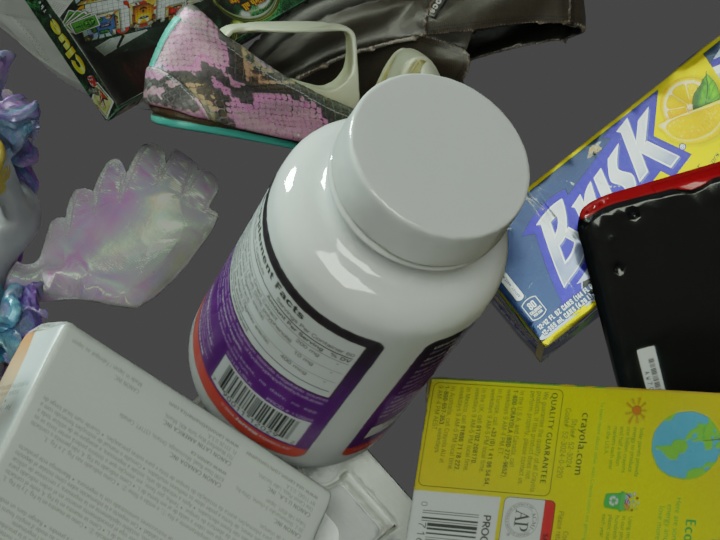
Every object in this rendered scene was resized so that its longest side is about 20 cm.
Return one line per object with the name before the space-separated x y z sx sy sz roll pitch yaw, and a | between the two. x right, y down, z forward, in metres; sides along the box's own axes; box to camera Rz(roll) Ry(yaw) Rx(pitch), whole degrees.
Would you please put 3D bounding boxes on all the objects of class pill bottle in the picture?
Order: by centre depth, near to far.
pill bottle | 0.000 0.000 0.984 0.111 0.200 0.112 11 57 -17

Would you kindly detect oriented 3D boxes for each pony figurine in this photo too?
pony figurine | -0.178 -0.020 1.041 0.166 0.200 0.193 19 67 15

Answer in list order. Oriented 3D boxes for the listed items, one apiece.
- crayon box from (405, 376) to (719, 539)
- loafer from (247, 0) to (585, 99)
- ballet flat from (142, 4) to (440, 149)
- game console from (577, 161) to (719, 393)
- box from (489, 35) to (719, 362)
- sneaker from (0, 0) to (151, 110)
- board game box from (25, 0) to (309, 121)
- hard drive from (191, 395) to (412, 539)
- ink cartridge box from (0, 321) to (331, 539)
crayon box | 0.121 0.120 0.989 0.199 0.051 0.127 3 74 27
loafer | 0.026 -0.112 1.088 0.200 0.073 0.072 -25 80 -1
ballet flat | -0.007 -0.079 1.036 0.199 0.069 0.071 16 95 -26
game console | 0.210 0.040 1.042 0.176 0.031 0.201 -16 101 1
box | 0.146 -0.044 1.075 0.200 0.064 0.070 -38 81 -4
sneaker | -0.158 -0.150 1.084 0.200 0.116 0.074 27 81 6
board game box | -0.077 -0.161 1.070 0.200 0.023 0.105 -33 88 -35
hard drive | -0.074 0.150 1.066 0.200 0.038 0.140 -41 81 -5
ink cartridge box | -0.119 0.148 0.969 0.162 0.050 0.200 35 68 -23
